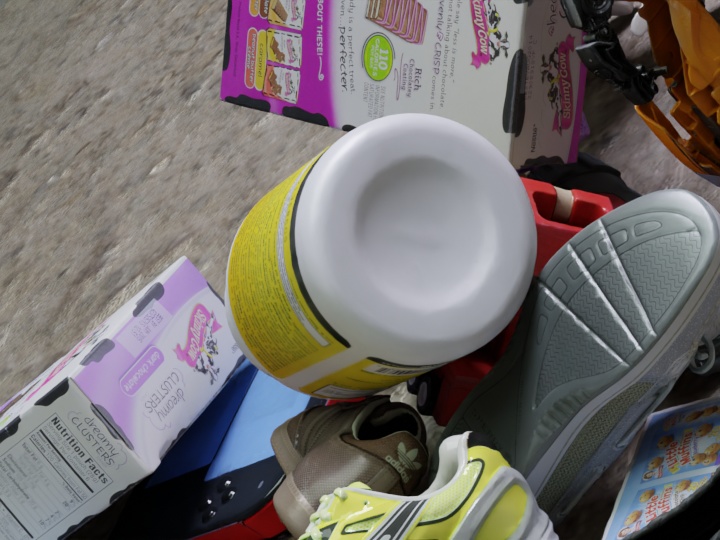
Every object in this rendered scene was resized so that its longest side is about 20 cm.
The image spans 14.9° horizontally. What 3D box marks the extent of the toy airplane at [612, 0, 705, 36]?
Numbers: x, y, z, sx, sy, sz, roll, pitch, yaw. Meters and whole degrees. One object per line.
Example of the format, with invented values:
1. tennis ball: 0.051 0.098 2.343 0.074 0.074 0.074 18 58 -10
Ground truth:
1. toy airplane: 0.092 -0.160 1.523 0.200 0.198 0.142 -34 39 46

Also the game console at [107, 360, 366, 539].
1. game console: -0.060 0.078 1.550 0.176 0.031 0.201 -18 35 44

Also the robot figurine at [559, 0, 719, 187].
1. robot figurine: 0.167 -0.121 1.300 0.145 0.200 0.058 -51 25 -16

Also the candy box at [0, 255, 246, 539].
1. candy box: -0.171 0.100 1.547 0.200 0.072 0.168 -38 6 29

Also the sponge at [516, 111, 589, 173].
1. sponge: 0.041 -0.138 1.434 0.030 0.201 0.111 -7 -16 -47

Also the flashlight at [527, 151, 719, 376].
1. flashlight: 0.128 -0.010 1.351 0.068 0.068 0.200 -48 26 0

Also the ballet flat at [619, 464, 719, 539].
1. ballet flat: 0.105 0.126 1.127 0.199 0.057 0.067 -35 26 20

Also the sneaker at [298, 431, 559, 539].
1. sneaker: -0.012 0.137 1.176 0.199 0.077 0.075 -24 -3 -21

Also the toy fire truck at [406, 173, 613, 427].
1. toy fire truck: 0.064 0.003 1.368 0.200 0.048 0.142 -119 42 -65

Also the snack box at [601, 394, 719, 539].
1. snack box: 0.127 0.136 1.176 0.072 0.024 0.201 -20 35 45

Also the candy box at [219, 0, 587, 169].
1. candy box: 0.023 -0.136 1.390 0.199 0.061 0.137 17 107 40

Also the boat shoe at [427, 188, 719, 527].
1. boat shoe: 0.106 0.046 1.232 0.203 0.064 0.075 -56 46 26

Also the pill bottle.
1. pill bottle: 0.000 0.000 1.298 0.113 0.112 0.200 -53 8 -18

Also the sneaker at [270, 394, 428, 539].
1. sneaker: 0.004 0.096 1.350 0.075 0.071 0.200 -38 9 5
